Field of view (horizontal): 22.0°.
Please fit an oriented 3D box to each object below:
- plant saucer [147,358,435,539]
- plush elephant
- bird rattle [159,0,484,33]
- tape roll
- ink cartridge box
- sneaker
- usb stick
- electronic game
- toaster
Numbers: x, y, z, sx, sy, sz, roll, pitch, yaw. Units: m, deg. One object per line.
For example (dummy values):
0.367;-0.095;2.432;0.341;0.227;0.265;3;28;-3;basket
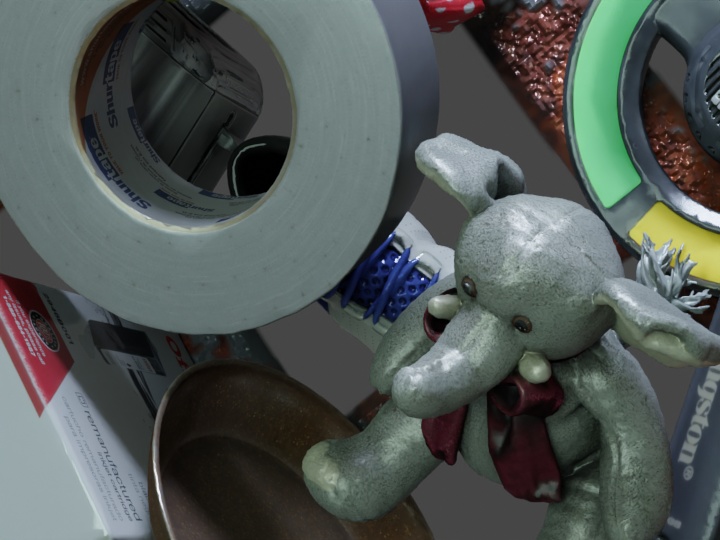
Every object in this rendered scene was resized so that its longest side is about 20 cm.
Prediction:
-0.031;0.135;0.861;0.037;0.200;0.201;-37;71;25;plant saucer
0.069;0.035;0.789;0.164;0.155;0.200;34;79;33;plush elephant
-0.041;-0.168;0.924;0.113;0.199;0.163;-64;25;24;bird rattle
-0.068;-0.076;0.821;0.199;0.066;0.202;4;106;15;tape roll
-0.135;0.092;0.907;0.084;0.200;0.145;-33;72;12;ink cartridge box
-0.001;-0.001;0.906;0.199;0.115;0.081;41;101;21;sneaker
0.170;0.053;0.829;0.055;0.032;0.201;20;92;54;usb stick
0.192;-0.084;0.876;0.199;0.042;0.201;-3;82;23;electronic game
-0.147;-0.100;0.985;0.200;0.114;0.129;42;96;22;toaster
